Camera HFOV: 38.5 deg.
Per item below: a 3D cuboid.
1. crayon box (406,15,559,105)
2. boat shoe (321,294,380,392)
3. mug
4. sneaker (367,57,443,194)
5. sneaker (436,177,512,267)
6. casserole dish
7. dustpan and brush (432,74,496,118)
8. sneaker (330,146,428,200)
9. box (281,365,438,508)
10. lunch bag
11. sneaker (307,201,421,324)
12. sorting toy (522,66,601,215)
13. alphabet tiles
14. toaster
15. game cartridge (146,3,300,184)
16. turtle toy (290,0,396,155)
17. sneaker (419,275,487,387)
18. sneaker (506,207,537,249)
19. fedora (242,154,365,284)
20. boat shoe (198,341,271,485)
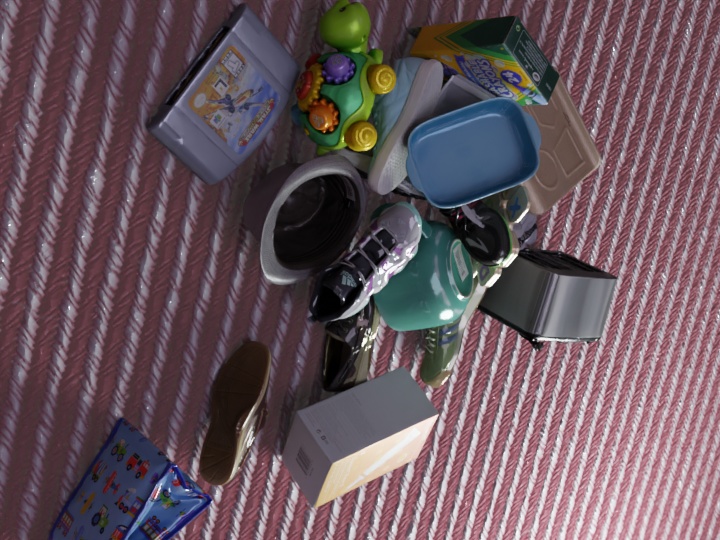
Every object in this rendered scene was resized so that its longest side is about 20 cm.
[{"bbox_3d":[0.158,-0.283,1.424,0.126,0.198,0.052,41,67,-39],"label":"crayon box"},{"bbox_3d":[-0.018,0.087,1.498,0.064,0.073,0.203,-10,111,-41],"label":"boat shoe"},{"bbox_3d":[0.089,0.000,1.479,0.185,0.113,0.154,34,53,-56],"label":"mug"},{"bbox_3d":[0.043,-0.199,1.407,0.202,0.081,0.074,-65,150,-14],"label":"sneaker"},{"bbox_3d":[0.137,-0.086,1.436,0.077,0.201,0.083,-43,164,29],"label":"sneaker"},{"bbox_3d":[0.148,-0.156,1.384,0.198,0.039,0.123,-21,89,-14],"label":"casserole dish"},{"bbox_3d":[0.144,-0.180,1.490,0.138,0.200,0.058,30,62,-6],"label":"dustpan and brush"},{"bbox_3d":[0.047,-0.154,1.469,0.199,0.074,0.080,23,85,-41],"label":"sneaker"},{"bbox_3d":[-0.001,0.244,1.520,0.198,0.098,0.125,-20,147,-32],"label":"box"},{"bbox_3d":[-0.310,0.311,1.292,0.200,0.150,0.094,-49,128,-15],"label":"lunch bag"},{"bbox_3d":[0.000,0.000,1.372,0.201,0.078,0.140,-55,170,22],"label":"sneaker"},{"bbox_3d":[0.279,-0.204,1.606,0.199,0.036,0.187,-35,100,-38],"label":"sorting toy"},{"bbox_3d":[0.184,-0.082,1.516,0.014,0.202,0.196,7,142,-24],"label":"alphabet tiles"},{"bbox_3d":[0.292,0.039,1.647,0.179,0.199,0.120,3,108,-38],"label":"toaster"},{"bbox_3d":[-0.165,-0.216,1.304,0.133,0.041,0.201,42,78,-35],"label":"game cartridge"},{"bbox_3d":[-0.027,-0.248,1.340,0.100,0.145,0.203,17,93,-26],"label":"turtle toy"},{"bbox_3d":[0.121,0.077,1.617,0.089,0.067,0.202,23,93,-29],"label":"sneaker"},{"bbox_3d":[0.233,-0.096,1.605,0.199,0.074,0.117,-15,111,-67],"label":"sneaker"},{"bbox_3d":[-0.086,-0.080,1.365,0.199,0.090,0.179,-26,133,-39],"label":"fedora"},{"bbox_3d":[-0.165,0.199,1.434,0.072,0.071,0.203,31,72,-70],"label":"boat shoe"}]
